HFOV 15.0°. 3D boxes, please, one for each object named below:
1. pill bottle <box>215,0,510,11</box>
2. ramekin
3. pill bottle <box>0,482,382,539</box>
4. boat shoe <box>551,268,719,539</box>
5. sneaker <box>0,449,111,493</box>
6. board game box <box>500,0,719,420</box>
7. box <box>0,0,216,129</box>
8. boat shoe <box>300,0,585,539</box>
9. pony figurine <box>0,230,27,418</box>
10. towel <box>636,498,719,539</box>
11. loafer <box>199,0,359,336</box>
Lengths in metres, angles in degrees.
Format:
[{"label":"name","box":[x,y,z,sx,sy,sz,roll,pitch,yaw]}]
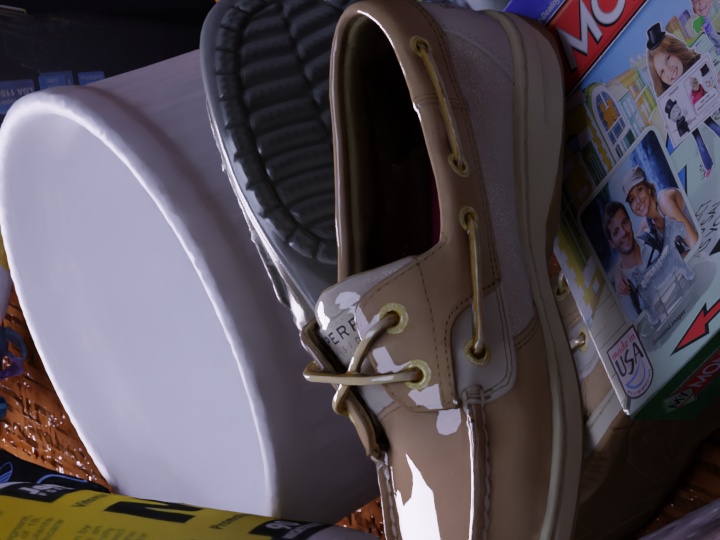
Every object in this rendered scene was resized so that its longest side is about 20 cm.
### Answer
[{"label":"pill bottle","box":[0.018,-0.119,0.942,0.200,0.106,0.107,6,100,58]},{"label":"ramekin","box":[-0.048,0.010,1.037,0.200,0.097,0.201,44,148,37]},{"label":"pill bottle","box":[-0.090,0.135,0.957,0.199,0.114,0.115,6,102,26]},{"label":"boat shoe","box":[0.086,0.026,0.887,0.069,0.073,0.200,61,143,23]},{"label":"sneaker","box":[-0.100,0.132,1.131,0.078,0.070,0.200,48,174,29]},{"label":"board game box","box":[0.111,-0.069,0.747,0.200,0.029,0.135,-51,50,42]},{"label":"box","box":[-0.137,-0.129,1.104,0.049,0.199,0.162,-24,74,59]},{"label":"boat shoe","box":[0.017,0.016,0.767,0.074,0.066,0.201,-36,48,50]},{"label":"pony figurine","box":[-0.245,0.043,1.383,0.193,0.166,0.201,-3,77,51]},{"label":"towel","box":[0.065,0.119,0.825,0.032,0.200,0.191,56,147,4]},{"label":"loafer","box":[0.000,0.000,0.883,0.201,0.075,0.070,67,160,10]}]
